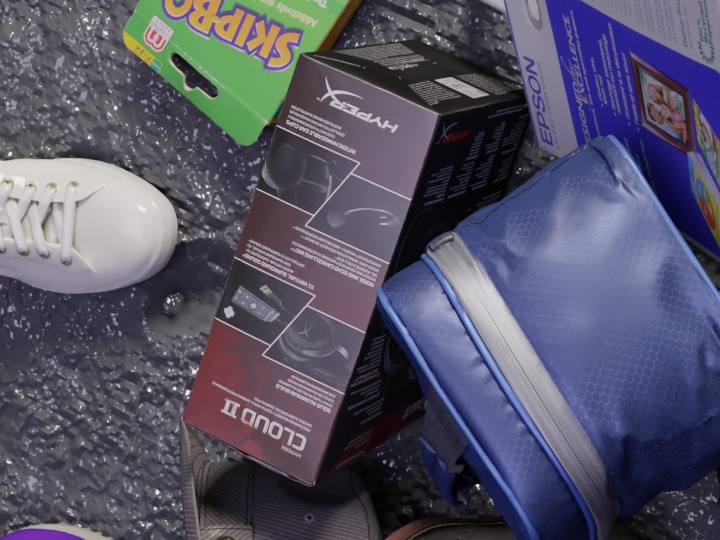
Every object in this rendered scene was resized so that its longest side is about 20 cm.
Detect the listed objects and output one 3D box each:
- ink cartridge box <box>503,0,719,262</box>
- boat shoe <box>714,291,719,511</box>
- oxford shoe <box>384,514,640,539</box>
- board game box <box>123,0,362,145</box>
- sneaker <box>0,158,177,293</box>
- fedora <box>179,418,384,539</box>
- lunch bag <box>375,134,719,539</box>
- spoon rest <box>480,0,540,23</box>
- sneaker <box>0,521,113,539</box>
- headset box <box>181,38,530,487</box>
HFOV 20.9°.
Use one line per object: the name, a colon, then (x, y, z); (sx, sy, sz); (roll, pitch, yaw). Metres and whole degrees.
ink cartridge box: (0.114, -0.114, 0.798); (0.043, 0.200, 0.200); (-25, 120, -15)
boat shoe: (0.198, 0.103, 0.909); (0.066, 0.070, 0.202); (-24, 97, 22)
oxford shoe: (0.063, 0.150, 0.889); (0.073, 0.199, 0.072); (13, 113, 43)
board game box: (-0.034, -0.168, 0.976); (0.095, 0.030, 0.201); (40, 108, 12)
sneaker: (-0.198, -0.025, 1.035); (0.198, 0.085, 0.074); (8, 100, 19)
fedora: (-0.027, 0.159, 0.955); (0.089, 0.201, 0.178); (-13, 128, 3)
lunch bag: (0.081, 0.046, 0.825); (0.132, 0.200, 0.137); (-30, 76, -1)
spoon rest: (0.134, -0.107, 0.899); (0.198, 0.061, 0.100); (24, 107, 18)
sneaker: (-0.144, 0.200, 1.031); (0.199, 0.099, 0.070); (29, 109, 28)
headset box: (0.000, 0.000, 0.923); (0.077, 0.149, 0.202); (25, 108, 17)
